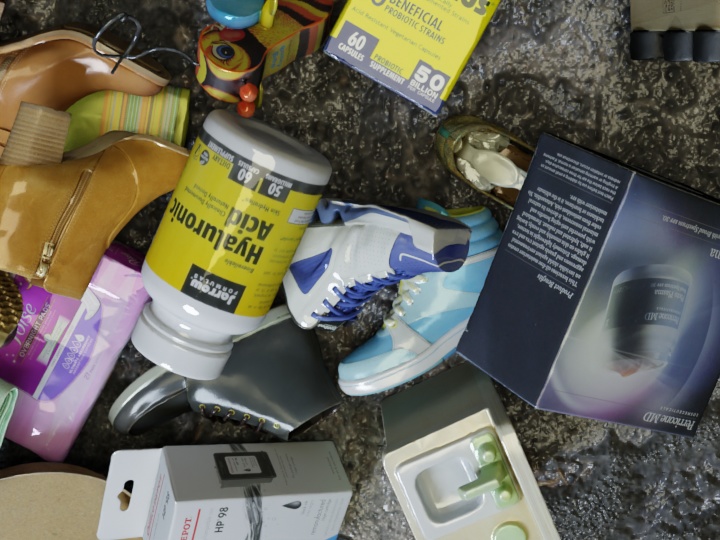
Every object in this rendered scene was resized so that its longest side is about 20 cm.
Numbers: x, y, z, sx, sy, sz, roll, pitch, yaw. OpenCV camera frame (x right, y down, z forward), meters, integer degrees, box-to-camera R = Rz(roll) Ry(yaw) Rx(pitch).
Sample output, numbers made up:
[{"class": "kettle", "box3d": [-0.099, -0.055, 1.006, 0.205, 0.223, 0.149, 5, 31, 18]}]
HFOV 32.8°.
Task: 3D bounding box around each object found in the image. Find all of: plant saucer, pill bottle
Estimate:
[{"class": "plant saucer", "box3d": [-0.288, 0.228, 1.086, 0.198, 0.036, 0.201, -10, 136, -10]}, {"class": "pill bottle", "box3d": [-0.111, -0.018, 0.991, 0.111, 0.111, 0.201, 24, 103, -6]}]

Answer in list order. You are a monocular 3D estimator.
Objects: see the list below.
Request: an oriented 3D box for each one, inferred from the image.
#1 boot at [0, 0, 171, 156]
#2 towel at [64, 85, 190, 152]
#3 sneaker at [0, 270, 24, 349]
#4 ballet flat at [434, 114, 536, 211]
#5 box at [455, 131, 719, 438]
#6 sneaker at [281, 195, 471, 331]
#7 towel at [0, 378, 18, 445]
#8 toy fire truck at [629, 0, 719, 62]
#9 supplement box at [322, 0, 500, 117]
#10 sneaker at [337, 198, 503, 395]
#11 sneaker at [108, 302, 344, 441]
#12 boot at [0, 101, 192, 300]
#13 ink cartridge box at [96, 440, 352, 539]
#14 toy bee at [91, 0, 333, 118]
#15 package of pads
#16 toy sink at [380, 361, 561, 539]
[{"class": "boot", "box3d": [-0.271, -0.136, 1.029, 0.198, 0.074, 0.156, 18, 104, -6]}, {"class": "towel", "box3d": [-0.250, -0.133, 1.067, 0.198, 0.018, 0.087, 11, 95, -3]}, {"class": "sneaker", "box3d": [-0.346, 0.026, 1.020, 0.075, 0.200, 0.091, 21, 107, -42]}, {"class": "ballet flat", "box3d": [0.154, -0.072, 1.064, 0.199, 0.071, 0.071, 28, 99, -7]}, {"class": "box", "box3d": [0.216, 0.017, 1.017, 0.199, 0.123, 0.200, 13, 103, -35]}, {"class": "sneaker", "box3d": [-0.001, 0.000, 1.027, 0.198, 0.080, 0.116, 11, 98, 39]}, {"class": "towel", "box3d": [-0.366, 0.144, 1.030, 0.023, 0.199, 0.154, 22, 86, -44]}, {"class": "toy fire truck", "box3d": [0.334, -0.240, 0.987, 0.198, 0.176, 0.130, -6, 101, -11]}, {"class": "supplement box", "box3d": [0.061, -0.243, 1.005, 0.108, 0.110, 0.201, 28, 99, -7]}, {"class": "sneaker", "box3d": [0.046, 0.014, 1.073, 0.199, 0.080, 0.131, -30, 103, -6]}, {"class": "sneaker", "box3d": [-0.119, 0.118, 1.071, 0.199, 0.075, 0.107, -29, 76, 3]}, {"class": "boot", "box3d": [-0.210, -0.046, 1.005, 0.200, 0.071, 0.145, 12, 93, -35]}, {"class": "ink cartridge box", "box3d": [-0.119, 0.213, 1.060, 0.198, 0.067, 0.117, 1, 127, -23]}, {"class": "toy bee", "box3d": [-0.094, -0.172, 0.990, 0.199, 0.131, 0.109, -33, 66, -8]}, {"class": "package of pads", "box3d": [-0.269, 0.058, 1.072, 0.120, 0.076, 0.201, 28, 99, -8]}, {"class": "toy sink", "box3d": [0.088, 0.177, 1.043, 0.111, 0.200, 0.131, -24, 102, 3]}]
